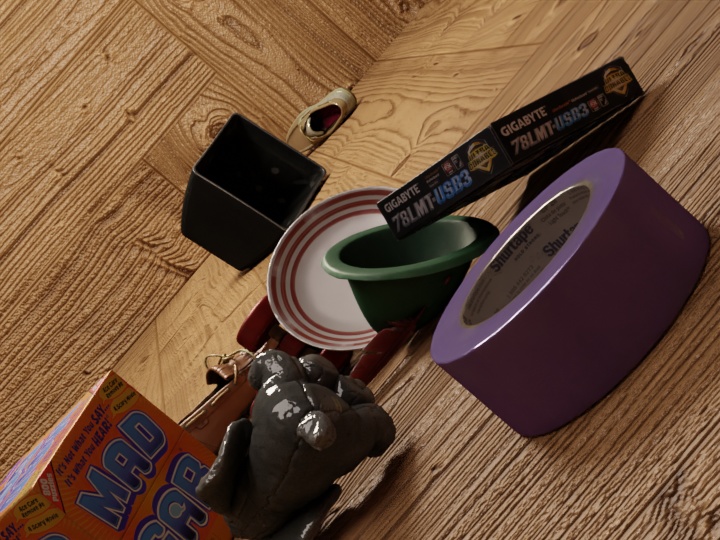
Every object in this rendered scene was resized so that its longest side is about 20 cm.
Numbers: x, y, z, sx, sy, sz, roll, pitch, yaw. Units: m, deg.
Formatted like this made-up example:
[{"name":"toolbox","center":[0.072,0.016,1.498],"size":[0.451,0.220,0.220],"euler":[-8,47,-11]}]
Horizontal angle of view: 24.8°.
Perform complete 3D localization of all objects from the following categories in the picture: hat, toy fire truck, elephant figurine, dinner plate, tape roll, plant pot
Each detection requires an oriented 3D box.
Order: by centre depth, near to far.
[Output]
[{"name":"tape roll","center":[0.146,0.014,1.164],"size":[0.200,0.085,0.200],"euler":[-46,11,12]},{"name":"elephant figurine","center":[-0.069,0.181,1.388],"size":[0.142,0.155,0.200],"euler":[44,108,38]},{"name":"hat","center":[0.051,0.056,1.609],"size":[0.200,0.176,0.166],"euler":[-8,18,9]},{"name":"dinner plate","center":[0.000,0.000,1.695],"size":[0.200,0.200,0.024],"euler":[-53,-32,-17]},{"name":"toy fire truck","center":[-0.052,0.068,1.793],"size":[0.200,0.112,0.168],"euler":[-53,-8,-24]},{"name":"plant pot","center":[-0.210,-0.121,2.919],"size":[0.178,0.199,0.200],"euler":[-56,4,41]}]

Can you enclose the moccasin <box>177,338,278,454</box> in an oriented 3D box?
[{"name":"moccasin","center":[-0.165,0.140,2.043],"size":[0.201,0.078,0.074],"euler":[-53,11,-22]}]

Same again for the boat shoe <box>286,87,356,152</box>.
[{"name":"boat shoe","center":[-0.092,-0.300,3.353],"size":[0.200,0.074,0.066],"euler":[-42,7,36]}]

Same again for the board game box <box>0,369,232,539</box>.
[{"name":"board game box","center":[-0.266,0.270,1.659],"size":[0.200,0.200,0.200],"euler":[-43,11,33]}]

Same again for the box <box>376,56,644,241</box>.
[{"name":"box","center":[0.142,-0.114,1.563],"size":[0.198,0.050,0.200],"euler":[-30,-2,-36]}]
